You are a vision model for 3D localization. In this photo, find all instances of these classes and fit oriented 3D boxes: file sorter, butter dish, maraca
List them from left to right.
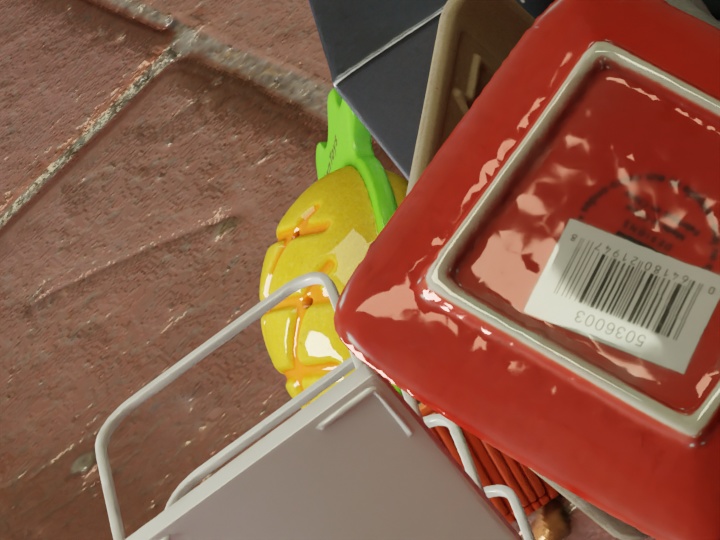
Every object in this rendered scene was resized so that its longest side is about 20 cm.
[{"bbox_3d":[-0.002,0.124,1.231,0.139,0.200,0.125,-36,27,7],"label":"file sorter"},{"bbox_3d":[0.000,0.000,1.446,0.137,0.107,0.200,110,155,-50],"label":"maraca"},{"bbox_3d":[0.122,0.017,1.168,0.200,0.148,0.200,30,72,21],"label":"butter dish"}]

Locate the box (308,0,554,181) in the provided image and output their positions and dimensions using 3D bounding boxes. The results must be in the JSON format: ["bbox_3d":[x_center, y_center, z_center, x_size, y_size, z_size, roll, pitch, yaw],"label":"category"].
[{"bbox_3d":[0.070,-0.102,1.435,0.123,0.200,0.199,-34,31,10],"label":"box"}]

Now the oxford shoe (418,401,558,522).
[{"bbox_3d":[0.032,0.091,1.361,0.200,0.071,0.073,-25,11,6],"label":"oxford shoe"}]

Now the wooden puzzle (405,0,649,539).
[{"bbox_3d":[0.080,-0.002,1.285,0.046,0.185,0.200,-23,39,40],"label":"wooden puzzle"}]

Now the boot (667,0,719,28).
[{"bbox_3d":[0.215,-0.109,1.399,0.132,0.070,0.200,-44,40,19],"label":"boot"}]

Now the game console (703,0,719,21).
[{"bbox_3d":[0.254,-0.185,1.507,0.200,0.031,0.177,12,59,53],"label":"game console"}]
